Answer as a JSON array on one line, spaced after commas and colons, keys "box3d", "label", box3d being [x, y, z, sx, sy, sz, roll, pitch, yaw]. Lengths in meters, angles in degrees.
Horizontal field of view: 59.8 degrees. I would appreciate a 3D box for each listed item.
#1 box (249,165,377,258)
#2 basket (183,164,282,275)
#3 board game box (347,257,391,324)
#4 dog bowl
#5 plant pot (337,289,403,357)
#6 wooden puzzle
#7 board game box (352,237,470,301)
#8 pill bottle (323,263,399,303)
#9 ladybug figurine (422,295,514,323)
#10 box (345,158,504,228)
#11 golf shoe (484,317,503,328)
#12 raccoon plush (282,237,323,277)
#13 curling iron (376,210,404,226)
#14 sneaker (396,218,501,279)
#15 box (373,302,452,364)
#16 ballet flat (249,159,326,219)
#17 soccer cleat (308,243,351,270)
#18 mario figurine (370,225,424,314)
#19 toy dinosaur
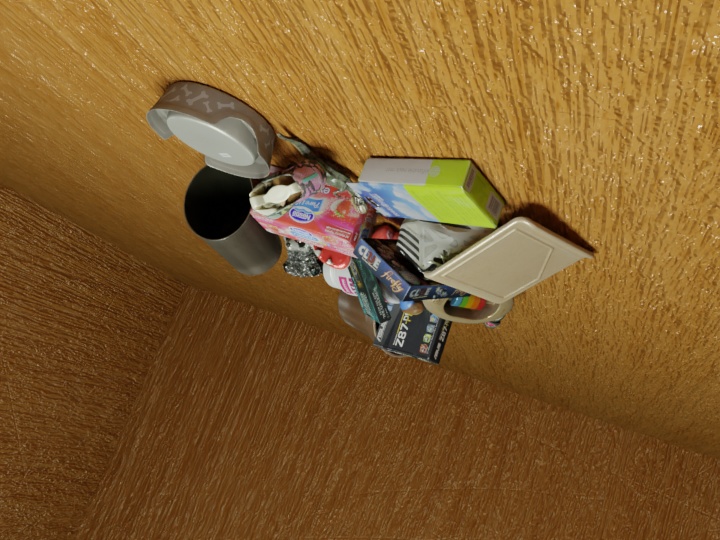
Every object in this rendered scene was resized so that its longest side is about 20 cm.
[{"box3d": [-0.080, -0.104, 1.113, 0.199, 0.100, 0.095, 17, 168, 18], "label": "box"}, {"box3d": [-0.236, -0.083, 1.218, 0.136, 0.181, 0.200, -16, 149, 5], "label": "basket"}, {"box3d": [0.000, 0.000, 1.240, 0.028, 0.201, 0.135, -22, -170, -10], "label": "board game box"}, {"box3d": [-0.222, -0.215, 0.964, 0.200, 0.059, 0.200, 20, 168, 4], "label": "dog bowl"}, {"box3d": [0.058, 0.092, 1.562, 0.200, 0.201, 0.198, 30, 173, -36], "label": "plant pot"}, {"box3d": [0.226, -0.014, 0.961, 0.185, 0.037, 0.200, 19, 143, -39], "label": "wooden puzzle"}, {"box3d": [0.099, -0.004, 1.097, 0.200, 0.035, 0.135, -1, -143, -48], "label": "board game box"}, {"box3d": [0.017, 0.004, 1.385, 0.200, 0.114, 0.113, 9, 163, 45], "label": "pill bottle"}, {"box3d": [0.212, 0.044, 1.261, 0.199, 0.072, 0.136, 13, 135, -19], "label": "ladybug figurine"}, {"box3d": [0.092, -0.113, 0.906, 0.200, 0.048, 0.122, 10, 164, 39], "label": "box"}, {"box3d": [0.233, 0.058, 1.411, 0.199, 0.077, 0.088, 16, 147, 10], "label": "golf shoe"}, {"box3d": [-0.126, -0.070, 1.465, 0.096, 0.134, 0.200, 4, -162, 8], "label": "raccoon plush"}, {"box3d": [0.107, -0.072, 1.113, 0.200, 0.026, 0.050, 28, 169, -31], "label": "curling iron"}, {"box3d": [0.153, -0.028, 1.016, 0.200, 0.116, 0.076, 17, 167, 16], "label": "sneaker"}, {"box3d": [0.129, 0.092, 1.378, 0.161, 0.201, 0.049, 10, 165, 45], "label": "box"}, {"box3d": [-0.130, -0.121, 0.986, 0.200, 0.071, 0.069, -16, 101, 52], "label": "ballet flat"}, {"box3d": [-0.080, -0.074, 1.221, 0.200, 0.069, 0.085, 43, -172, 23], "label": "soccer cleat"}, {"box3d": [0.088, -0.007, 1.229, 0.200, 0.106, 0.123, 59, 174, -35], "label": "mario figurine"}, {"box3d": [-0.070, -0.159, 1.003, 0.200, 0.048, 0.088, 34, 160, -31], "label": "toy dinosaur"}]
